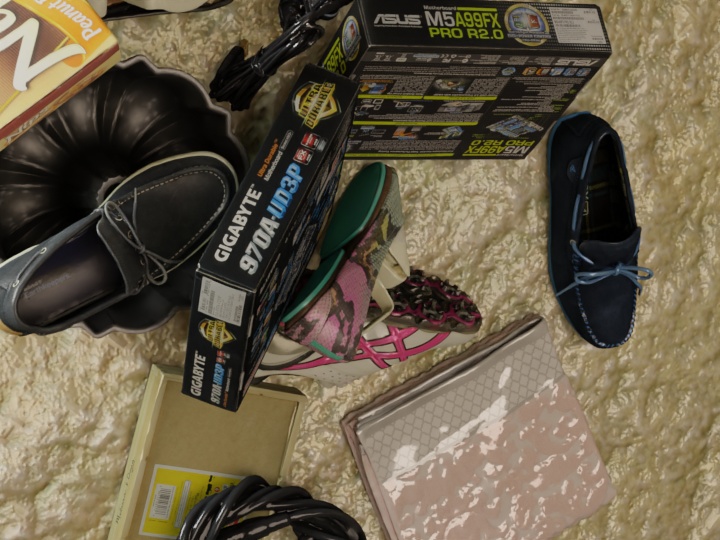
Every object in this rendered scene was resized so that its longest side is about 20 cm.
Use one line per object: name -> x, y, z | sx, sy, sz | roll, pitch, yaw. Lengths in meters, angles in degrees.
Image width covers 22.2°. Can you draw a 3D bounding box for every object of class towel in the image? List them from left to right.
towel -> 0.102, 0.160, 1.517 | 0.199, 0.032, 0.192 | -29, 111, -15

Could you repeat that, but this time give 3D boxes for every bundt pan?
bundt pan -> -0.183, -0.058, 1.319 | 0.201, 0.076, 0.203 | -5, 104, -22

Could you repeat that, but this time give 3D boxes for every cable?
cable -> -0.066, 0.249, 1.429 | 0.199, 0.051, 0.164 | 21, 87, -24

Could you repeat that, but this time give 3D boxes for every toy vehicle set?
toy vehicle set -> -0.125, 0.180, 1.423 | 0.124, 0.026, 0.201 | 12, 96, -26

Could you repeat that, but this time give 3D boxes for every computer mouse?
computer mouse -> -0.037, -0.192, 1.341 | 0.046, 0.140, 0.201 | 39, 47, -18

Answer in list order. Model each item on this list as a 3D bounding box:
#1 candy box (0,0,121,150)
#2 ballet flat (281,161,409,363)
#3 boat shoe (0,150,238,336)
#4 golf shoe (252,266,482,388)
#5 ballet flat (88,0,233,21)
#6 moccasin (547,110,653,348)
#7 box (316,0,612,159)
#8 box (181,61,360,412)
candy box -> -0.264, -0.190, 1.221 | 0.115, 0.055, 0.200 | -38, 89, -7
ballet flat -> 0.000, 0.000, 1.369 | 0.071, 0.069, 0.200 | 43, 38, -15
boat shoe -> -0.165, -0.015, 1.261 | 0.199, 0.062, 0.075 | -31, 110, -17
golf shoe -> -0.002, 0.047, 1.434 | 0.199, 0.073, 0.092 | 1, 128, -23
ballet flat -> -0.173, -0.205, 1.291 | 0.199, 0.068, 0.068 | -11, 122, -21
moccasin -> 0.191, -0.026, 1.495 | 0.080, 0.068, 0.201 | -21, 109, -18
box -> 0.064, -0.140, 1.369 | 0.199, 0.160, 0.045 | -2, 64, -23
box -> -0.063, -0.023, 1.294 | 0.046, 0.159, 0.201 | 21, 56, 5
